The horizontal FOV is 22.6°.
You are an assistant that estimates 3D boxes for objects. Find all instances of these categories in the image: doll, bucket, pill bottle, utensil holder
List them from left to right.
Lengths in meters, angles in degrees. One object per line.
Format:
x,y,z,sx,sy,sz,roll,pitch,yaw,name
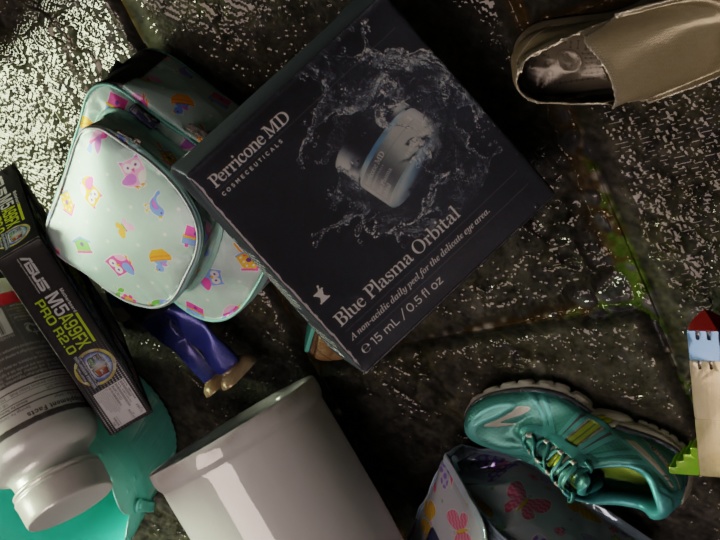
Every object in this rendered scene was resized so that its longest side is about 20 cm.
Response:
-0.293,0.117,1.547,0.111,0.110,0.200,-42,71,41,pill bottle
-0.280,0.180,1.707,0.206,0.135,0.208,14,128,18,bucket
-0.185,0.026,1.604,0.200,0.048,0.136,49,150,-11,doll
-0.064,0.220,1.576,0.170,0.170,0.201,-29,91,38,utensil holder

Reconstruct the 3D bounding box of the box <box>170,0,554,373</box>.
-0.001,-0.066,1.340,0.197,0.117,0.200,-43,102,-4,box

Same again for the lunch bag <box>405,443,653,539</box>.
0.131,0.265,1.577,0.200,0.127,0.170,36,132,15,lunch bag

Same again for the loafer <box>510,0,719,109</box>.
0.194,-0.150,1.278,0.199,0.068,0.076,-11,118,32,loafer

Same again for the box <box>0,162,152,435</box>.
-0.257,0.024,1.559,0.044,0.160,0.200,-29,120,-2,box

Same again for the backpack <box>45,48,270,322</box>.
-0.145,-0.057,1.461,0.199,0.153,0.176,29,127,2,backpack

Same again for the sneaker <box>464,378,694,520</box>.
0.177,0.149,1.497,0.199,0.080,0.078,16,129,16,sneaker

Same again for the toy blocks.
0.333,0.090,1.380,0.199,0.100,0.137,2,113,26,toy blocks

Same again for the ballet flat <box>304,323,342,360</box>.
0.000,0.000,1.493,0.072,0.068,0.201,7,129,-4,ballet flat
